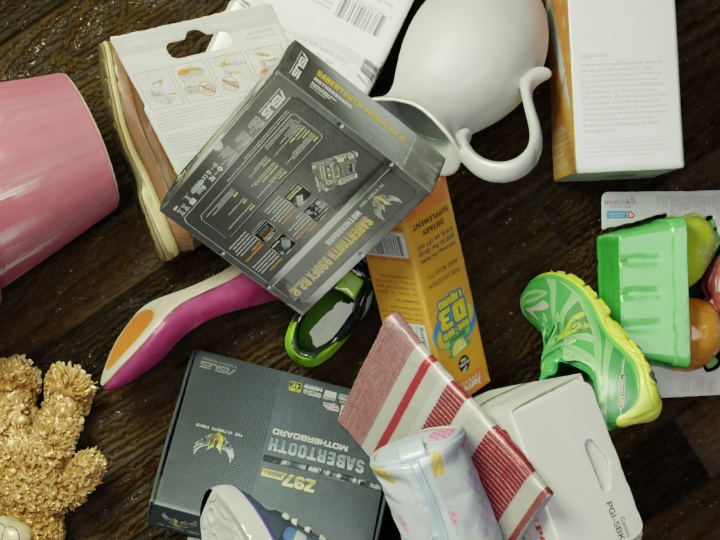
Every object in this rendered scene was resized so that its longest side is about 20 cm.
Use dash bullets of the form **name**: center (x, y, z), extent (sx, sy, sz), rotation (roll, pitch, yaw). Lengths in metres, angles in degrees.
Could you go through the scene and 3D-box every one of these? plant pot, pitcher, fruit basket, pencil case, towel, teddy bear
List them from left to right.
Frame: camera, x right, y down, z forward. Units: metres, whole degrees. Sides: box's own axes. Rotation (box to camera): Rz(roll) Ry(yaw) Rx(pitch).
- **plant pot**: center (-0.313, -0.078, 1.422), extent (0.178, 0.200, 0.202), rotation (-23, 90, -18)
- **teddy bear**: center (-0.295, 0.174, 1.471), extent (0.144, 0.067, 0.202), rotation (24, 88, 0)
- **towel**: center (0.068, 0.148, 1.375), extent (0.023, 0.145, 0.200), rotation (-25, 63, -38)
- **pencil case**: center (0.073, 0.224, 1.317), extent (0.082, 0.091, 0.202), rotation (-16, 95, 23)
- **pitcher**: center (0.104, -0.161, 1.429), extent (0.170, 0.122, 0.201), rotation (22, 54, 22)
- **fruit basket**: center (0.311, 0.020, 1.501), extent (0.198, 0.094, 0.188), rotation (-2, 90, -18)

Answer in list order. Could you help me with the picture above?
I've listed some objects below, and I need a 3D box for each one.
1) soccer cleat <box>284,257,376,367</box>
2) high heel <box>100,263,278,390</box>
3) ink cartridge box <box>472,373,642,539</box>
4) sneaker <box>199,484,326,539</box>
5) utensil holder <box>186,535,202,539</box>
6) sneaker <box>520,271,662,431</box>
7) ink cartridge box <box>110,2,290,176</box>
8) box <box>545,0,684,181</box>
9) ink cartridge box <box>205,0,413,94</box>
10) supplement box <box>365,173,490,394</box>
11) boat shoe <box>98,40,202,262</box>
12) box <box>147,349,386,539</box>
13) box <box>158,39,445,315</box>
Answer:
- **soccer cleat**: center (0.000, 0.000, 1.478), extent (0.067, 0.081, 0.201), rotation (32, 88, -2)
- **high heel**: center (-0.140, 0.049, 1.479), extent (0.096, 0.067, 0.200), rotation (45, 77, -24)
- **ink cartridge box**: center (0.133, 0.179, 1.416), extent (0.082, 0.200, 0.148), rotation (-21, 90, -27)
- **sneaker**: center (-0.029, 0.247, 1.363), extent (0.145, 0.081, 0.200), rotation (-10, 49, -39)
- **utensil holder**: center (-0.072, 0.332, 1.430), extent (0.198, 0.170, 0.172), rotation (12, 89, -4)
- **sneaker**: center (0.183, 0.068, 1.433), extent (0.083, 0.200, 0.075), rotation (-24, 126, -10)
- **ink cartridge box**: center (-0.097, -0.134, 1.389), extent (0.159, 0.050, 0.201), rotation (-8, 124, 26)
- **box**: center (0.222, -0.184, 1.468), extent (0.096, 0.124, 0.203), rotation (-3, 89, -2)
- **ink cartridge box**: center (-0.049, -0.204, 1.476), extent (0.145, 0.084, 0.202), rotation (27, 89, -3)
- **supplement box**: center (0.055, 0.018, 1.448), extent (0.066, 0.068, 0.202), rotation (-31, 117, -39)
- **boat shoe**: center (-0.182, -0.112, 1.481), extent (0.067, 0.072, 0.202), rotation (-20, 98, -11)
- **box**: center (-0.073, 0.168, 1.451), extent (0.198, 0.051, 0.159), rotation (15, 56, -1)
- **box**: center (-0.050, -0.071, 1.361), extent (0.158, 0.049, 0.200), rotation (35, 133, -12)
